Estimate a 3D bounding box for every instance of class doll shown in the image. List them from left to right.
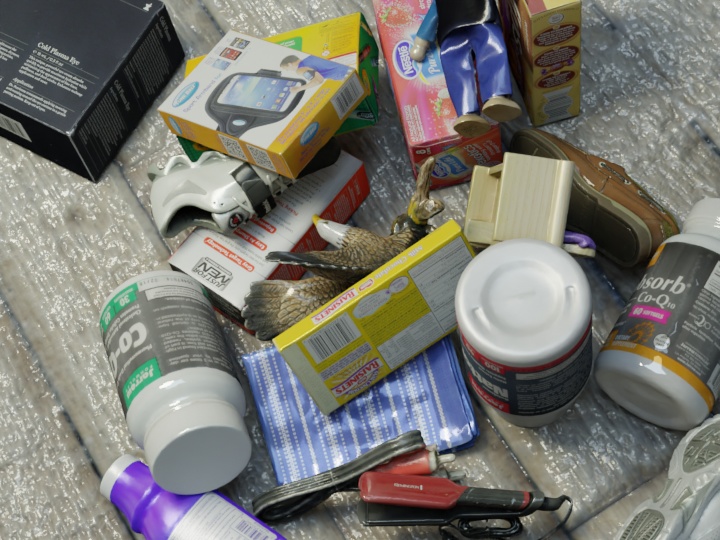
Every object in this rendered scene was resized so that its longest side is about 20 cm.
[{"bbox_3d":[0.102,-0.233,1.591,0.136,0.048,0.201,-25,63,40],"label":"doll"}]

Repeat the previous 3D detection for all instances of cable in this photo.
[{"bbox_3d":[-0.004,0.198,1.497,0.199,0.097,0.050,-19,64,-1],"label":"cable"}]

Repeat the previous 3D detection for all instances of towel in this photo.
[{"bbox_3d":[0.000,0.122,1.550,0.199,0.024,0.145,-16,83,0],"label":"towel"}]

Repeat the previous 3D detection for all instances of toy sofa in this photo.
[{"bbox_3d":[0.161,-0.059,1.536,0.097,0.200,0.083,9,89,-4],"label":"toy sofa"}]

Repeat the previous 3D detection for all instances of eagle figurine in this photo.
[{"bbox_3d":[-0.006,-0.002,1.573,0.151,0.152,0.200,11,40,44],"label":"eagle figurine"}]

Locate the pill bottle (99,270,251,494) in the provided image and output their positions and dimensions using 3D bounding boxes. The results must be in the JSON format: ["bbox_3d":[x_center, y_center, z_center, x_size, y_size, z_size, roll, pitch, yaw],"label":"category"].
[{"bbox_3d":[-0.172,0.104,1.534,0.113,0.113,0.200,-22,47,-3],"label":"pill bottle"}]

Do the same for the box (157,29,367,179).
[{"bbox_3d":[-0.105,-0.167,1.586,0.200,0.042,0.119,23,64,36],"label":"box"}]

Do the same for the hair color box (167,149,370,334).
[{"bbox_3d":[-0.090,-0.046,1.651,0.101,0.061,0.200,32,71,23],"label":"hair color box"}]

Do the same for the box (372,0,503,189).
[{"bbox_3d":[0.079,-0.196,1.680,0.095,0.100,0.201,-13,63,1],"label":"box"}]

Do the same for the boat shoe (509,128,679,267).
[{"bbox_3d":[0.231,-0.076,1.623,0.068,0.072,0.200,-20,53,-33],"label":"boat shoe"}]

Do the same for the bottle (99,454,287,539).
[{"bbox_3d":[-0.153,0.242,1.514,0.200,0.065,0.084,30,65,21],"label":"bottle"}]

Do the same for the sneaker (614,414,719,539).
[{"bbox_3d":[0.314,0.211,1.453,0.200,0.099,0.078,-49,24,-3],"label":"sneaker"}]

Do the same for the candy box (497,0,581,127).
[{"bbox_3d":[0.178,-0.247,1.634,0.056,0.200,0.117,-17,63,0],"label":"candy box"}]

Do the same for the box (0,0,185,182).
[{"bbox_3d":[-0.324,-0.225,1.750,0.200,0.104,0.182,26,71,19],"label":"box"}]

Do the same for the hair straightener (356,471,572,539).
[{"bbox_3d":[0.094,0.220,1.487,0.199,0.077,0.041,1,43,-7],"label":"hair straightener"}]

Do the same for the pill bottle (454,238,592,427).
[{"bbox_3d":[0.151,0.066,1.482,0.119,0.200,0.120,-3,63,7],"label":"pill bottle"}]

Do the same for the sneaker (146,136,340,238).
[{"bbox_3d":[-0.111,-0.077,1.598,0.199,0.074,0.089,-15,59,14],"label":"sneaker"}]

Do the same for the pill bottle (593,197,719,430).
[{"bbox_3d":[0.309,0.039,1.520,0.116,0.116,0.200,25,69,19],"label":"pill bottle"}]

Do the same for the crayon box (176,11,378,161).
[{"bbox_3d":[-0.083,-0.182,1.660,0.199,0.058,0.119,-14,44,15],"label":"crayon box"}]

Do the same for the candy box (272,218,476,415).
[{"bbox_3d":[0.025,0.044,1.507,0.200,0.102,0.026,-33,43,-2],"label":"candy box"}]
